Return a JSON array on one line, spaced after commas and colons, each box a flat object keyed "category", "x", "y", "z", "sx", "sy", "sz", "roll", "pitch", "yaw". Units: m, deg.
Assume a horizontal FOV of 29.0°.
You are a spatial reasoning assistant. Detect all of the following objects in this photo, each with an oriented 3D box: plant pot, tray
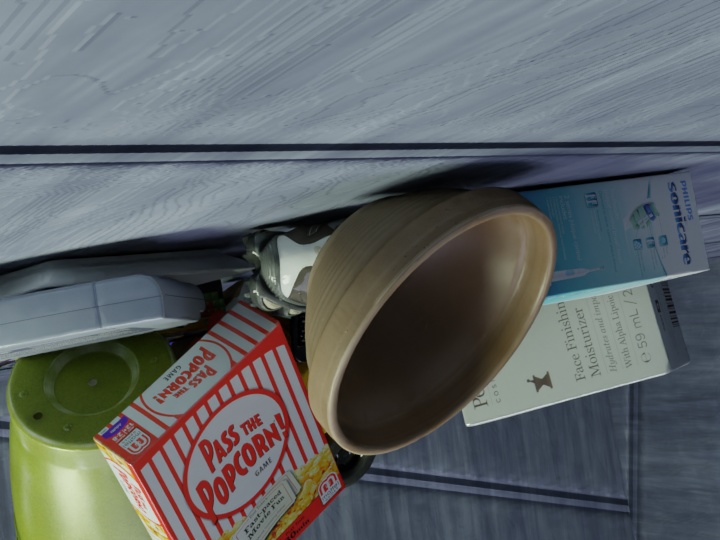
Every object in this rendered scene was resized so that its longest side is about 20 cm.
[{"category": "plant pot", "x": 0.029, "y": 0.017, "z": 0.928, "sx": 0.200, "sy": 0.093, "sz": 0.202, "roll": -33, "pitch": 146, "yaw": -25}, {"category": "tray", "x": -0.182, "y": 0.005, "z": 1.028, "sx": 0.107, "sy": 0.022, "sz": 0.199, "roll": -13, "pitch": 175, "yaw": 41}, {"category": "plant pot", "x": -0.195, "y": 0.143, "z": 1.105, "sx": 0.199, "sy": 0.201, "sz": 0.194, "roll": -10, "pitch": 137, "yaw": -6}]

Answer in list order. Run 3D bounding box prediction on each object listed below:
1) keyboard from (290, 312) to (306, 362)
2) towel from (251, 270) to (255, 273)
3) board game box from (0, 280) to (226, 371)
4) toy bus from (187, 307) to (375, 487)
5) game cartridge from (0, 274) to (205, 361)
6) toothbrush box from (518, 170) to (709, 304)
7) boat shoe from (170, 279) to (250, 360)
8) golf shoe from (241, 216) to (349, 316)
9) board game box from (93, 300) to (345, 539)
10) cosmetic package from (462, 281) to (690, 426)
[{"category": "keyboard", "x": 0.035, "y": 0.019, "z": 1.165, "sx": 0.199, "sy": 0.105, "sz": 0.040, "roll": -6, "pitch": -171, "yaw": -30}, {"category": "towel", "x": 0.005, "y": -0.007, "z": 1.326, "sx": 0.151, "sy": 0.024, "sz": 0.200, "roll": -13, "pitch": 175, "yaw": 23}, {"category": "board game box", "x": -0.241, "y": 0.045, "z": 1.211, "sx": 0.199, "sy": 0.057, "sz": 0.165, "roll": -8, "pitch": 173, "yaw": -34}, {"category": "toy bus", "x": -0.054, "y": 0.075, "z": 1.211, "sx": 0.136, "sy": 0.200, "sz": 0.192, "roll": 37, "pitch": 176, "yaw": 44}, {"category": "game cartridge", "x": -0.220, "y": 0.037, "z": 0.981, "sx": 0.198, "sy": 0.041, "sz": 0.133, "roll": -11, "pitch": 179, "yaw": 7}, {"category": "toothbrush box", "x": 0.154, "y": -0.017, "z": 1.118, "sx": 0.198, "sy": 0.086, "sz": 0.146, "roll": -7, "pitch": 174, "yaw": -28}, {"category": "boat shoe", "x": -0.127, "y": 0.067, "z": 1.333, "sx": 0.071, "sy": 0.070, "sz": 0.200, "roll": -33, "pitch": -172, "yaw": 17}, {"category": "golf shoe", "x": 0.000, "y": 0.000, "z": 1.036, "sx": 0.094, "sy": 0.078, "sz": 0.200, "roll": -13, "pitch": 176, "yaw": 30}, {"category": "board game box", "x": -0.099, "y": 0.145, "z": 1.045, "sx": 0.046, "sy": 0.201, "sz": 0.151, "roll": 26, "pitch": -121, "yaw": 37}, {"category": "cosmetic package", "x": 0.188, "y": 0.039, "z": 1.323, "sx": 0.199, "sy": 0.166, "sz": 0.165, "roll": -18, "pitch": 174, "yaw": 18}]
